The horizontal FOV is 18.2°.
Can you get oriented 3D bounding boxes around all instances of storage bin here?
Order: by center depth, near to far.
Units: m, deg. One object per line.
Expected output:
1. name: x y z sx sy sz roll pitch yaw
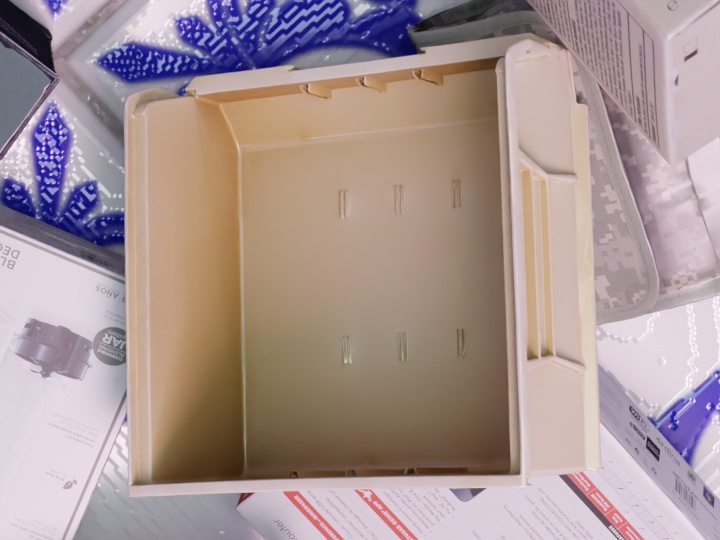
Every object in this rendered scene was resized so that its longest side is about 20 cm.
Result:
1. storage bin: 0.000 0.000 1.023 0.199 0.094 0.200 -5 84 29

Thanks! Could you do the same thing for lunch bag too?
1. lunch bag: 0.134 -0.069 1.089 0.199 0.118 0.165 -19 107 3

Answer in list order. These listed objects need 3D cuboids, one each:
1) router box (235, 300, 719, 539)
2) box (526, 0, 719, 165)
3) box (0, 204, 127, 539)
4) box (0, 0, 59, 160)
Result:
1. router box: 0.069 0.128 1.116 0.179 0.049 0.200 -36 105 23
2. box: 0.114 -0.168 0.966 0.109 0.128 0.200 -36 68 -5
3. box: -0.181 0.076 1.096 0.116 0.060 0.201 22 97 -12
4. box: -0.233 -0.048 1.002 0.104 0.182 0.200 36 93 -13
